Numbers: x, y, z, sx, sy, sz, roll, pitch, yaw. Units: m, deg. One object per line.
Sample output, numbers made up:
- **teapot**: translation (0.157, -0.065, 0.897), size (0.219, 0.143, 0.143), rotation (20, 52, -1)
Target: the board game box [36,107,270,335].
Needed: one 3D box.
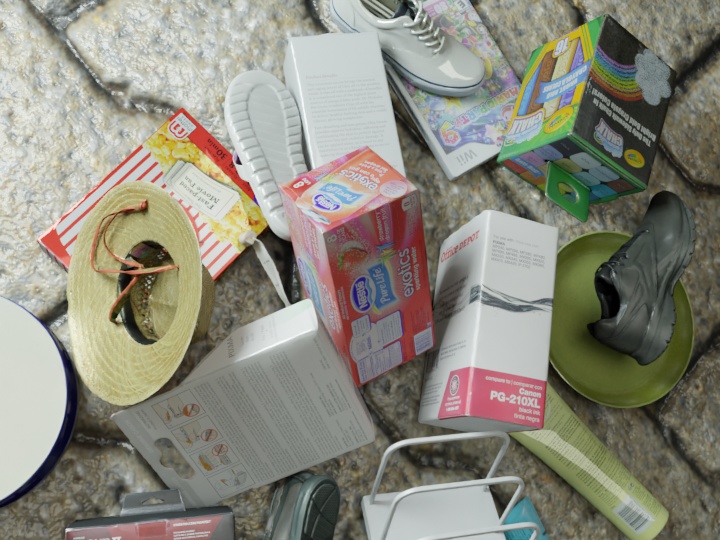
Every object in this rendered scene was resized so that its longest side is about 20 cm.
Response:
- **board game box**: translation (-0.197, -0.042, 0.837), size (0.151, 0.046, 0.200), rotation (42, 72, -1)

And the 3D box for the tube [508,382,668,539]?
- **tube**: translation (0.242, 0.206, 0.886), size (0.200, 0.052, 0.058), rotation (44, 30, 3)

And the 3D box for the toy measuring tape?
- **toy measuring tape**: translation (-0.088, 0.062, 0.817), size (0.073, 0.073, 0.201), rotation (-30, 97, -18)

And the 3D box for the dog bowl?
- **dog bowl**: translation (-0.361, 0.120, 0.743), size (0.198, 0.079, 0.203), rotation (3, 77, -13)

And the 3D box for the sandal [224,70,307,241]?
- **sandal**: translation (-0.097, -0.115, 0.841), size (0.082, 0.050, 0.204), rotation (-1, 63, -29)

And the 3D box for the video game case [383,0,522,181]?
- **video game case**: translation (0.112, -0.223, 0.968), size (0.142, 0.018, 0.201), rotation (-30, 86, -18)

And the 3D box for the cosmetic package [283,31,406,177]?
- **cosmetic package**: translation (-0.017, -0.149, 0.892), size (0.100, 0.071, 0.202), rotation (-7, 79, -14)

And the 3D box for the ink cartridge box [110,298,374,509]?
- **ink cartridge box**: translation (-0.104, 0.132, 0.766), size (0.198, 0.162, 0.050), rotation (-21, 37, 4)

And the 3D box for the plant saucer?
- **plant saucer**: translation (0.285, 0.056, 0.938), size (0.198, 0.031, 0.202), rotation (3, 76, -14)

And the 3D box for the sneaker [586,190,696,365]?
- **sneaker**: translation (0.307, -0.002, 0.905), size (0.090, 0.076, 0.202), rotation (19, 71, -2)

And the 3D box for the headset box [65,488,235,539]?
- **headset box**: translation (-0.185, 0.303, 0.739), size (0.147, 0.077, 0.202), rotation (-3, 80, -14)

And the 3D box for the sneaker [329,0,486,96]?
- **sneaker**: translation (0.056, -0.263, 0.917), size (0.199, 0.071, 0.074), rotation (27, 72, -6)

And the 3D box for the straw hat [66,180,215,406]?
- **straw hat**: translation (-0.179, 0.022, 0.751), size (0.085, 0.199, 0.203), rotation (14, 69, -52)

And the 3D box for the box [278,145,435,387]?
- **box**: translation (0.000, 0.000, 0.790), size (0.102, 0.201, 0.095), rotation (-26, 43, -17)

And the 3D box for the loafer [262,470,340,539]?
- **loafer**: translation (-0.075, 0.293, 0.789), size (0.072, 0.062, 0.202), rotation (34, 68, -46)

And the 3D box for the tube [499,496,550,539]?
- **tube**: translation (0.114, 0.312, 0.830), size (0.199, 0.050, 0.078), rotation (-25, 81, -22)

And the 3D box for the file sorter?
- **file sorter**: translation (0.095, 0.267, 0.750), size (0.137, 0.125, 0.201), rotation (-2, 48, -14)

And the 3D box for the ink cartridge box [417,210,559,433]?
- **ink cartridge box**: translation (0.129, 0.058, 0.839), size (0.083, 0.145, 0.202), rotation (12, 75, -12)

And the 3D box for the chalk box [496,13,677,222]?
- **chalk box**: translation (0.246, -0.152, 0.917), size (0.124, 0.124, 0.202), rotation (29, 72, -23)
